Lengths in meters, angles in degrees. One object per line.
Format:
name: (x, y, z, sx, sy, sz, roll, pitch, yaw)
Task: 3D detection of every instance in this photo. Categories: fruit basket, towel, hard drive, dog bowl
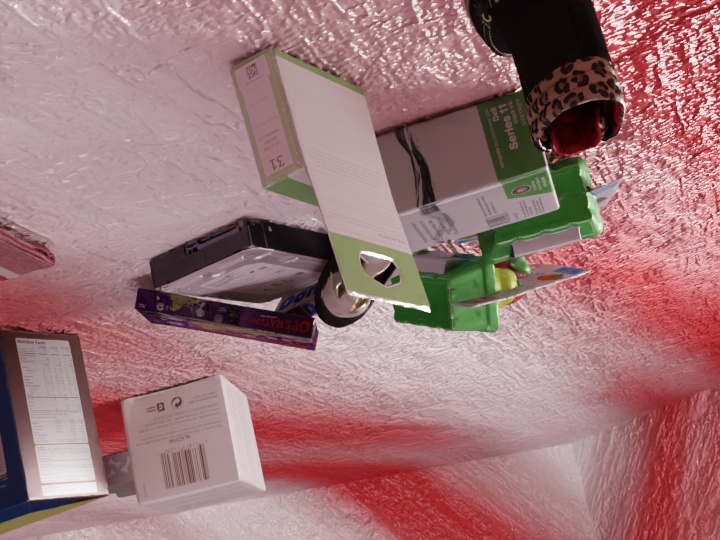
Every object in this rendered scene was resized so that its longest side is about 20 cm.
fruit basket: (0.140, 0.008, 1.659, 0.199, 0.095, 0.185, -22, -163, -35)
towel: (-0.404, 0.000, 1.305, 0.198, 0.023, 0.144, -15, 166, 8)
hard drive: (-0.114, -0.006, 1.520, 0.139, 0.038, 0.199, -22, 162, 28)
fruit basket: (0.191, -0.054, 1.517, 0.184, 0.095, 0.200, -15, 169, 2)
dog bowl: (-0.430, 0.381, 2.623, 0.198, 0.059, 0.200, -13, 166, -3)

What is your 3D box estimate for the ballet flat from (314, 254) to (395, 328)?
ballet flat: (0.000, 0.000, 1.487, 0.201, 0.068, 0.069, -56, -176, 34)

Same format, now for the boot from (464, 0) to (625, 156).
boot: (0.128, -0.152, 0.971, 0.073, 0.152, 0.200, -12, 165, -8)

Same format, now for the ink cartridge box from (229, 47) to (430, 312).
ink cartridge box: (-0.021, -0.061, 1.077, 0.048, 0.202, 0.145, -22, 163, 24)

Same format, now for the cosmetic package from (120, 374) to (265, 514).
cosmetic package: (-0.259, 0.276, 2.179, 0.166, 0.168, 0.200, -14, 165, 3)

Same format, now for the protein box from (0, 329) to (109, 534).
protein box: (-0.429, 0.196, 1.653, 0.197, 0.202, 0.135, -22, 163, 29)

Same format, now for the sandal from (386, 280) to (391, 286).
sandal: (0.105, 0.029, 1.825, 0.082, 0.050, 0.202, -24, 162, 34)

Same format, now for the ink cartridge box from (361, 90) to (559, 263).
ink cartridge box: (0.077, -0.083, 1.316, 0.198, 0.084, 0.147, -17, 166, 8)

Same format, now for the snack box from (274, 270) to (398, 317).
snack box: (-0.019, 0.008, 1.602, 0.199, 0.072, 0.024, -26, 116, 39)

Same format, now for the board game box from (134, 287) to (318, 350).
board game box: (-0.147, 0.056, 1.574, 0.198, 0.033, 0.120, 9, 175, 2)
